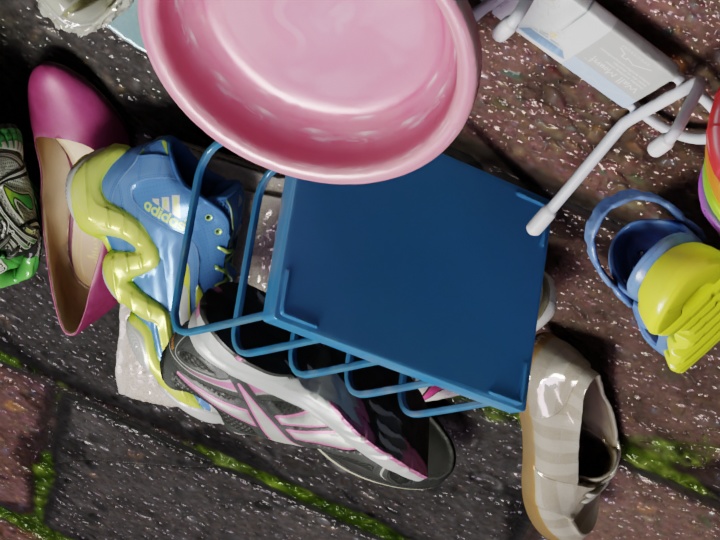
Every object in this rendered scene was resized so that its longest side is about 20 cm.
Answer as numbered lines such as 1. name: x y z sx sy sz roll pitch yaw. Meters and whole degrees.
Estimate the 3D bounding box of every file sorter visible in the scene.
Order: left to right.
1. file sorter: 0.000 0.000 1.755 0.199 0.140 0.122 21 159 -34

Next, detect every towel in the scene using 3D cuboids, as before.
1. towel: -0.096 0.014 1.914 0.132 0.034 0.201 16 118 17

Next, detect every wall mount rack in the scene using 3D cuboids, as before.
1. wall mount rack: 0.106 -0.103 1.651 0.200 0.075 0.174 35 155 -11

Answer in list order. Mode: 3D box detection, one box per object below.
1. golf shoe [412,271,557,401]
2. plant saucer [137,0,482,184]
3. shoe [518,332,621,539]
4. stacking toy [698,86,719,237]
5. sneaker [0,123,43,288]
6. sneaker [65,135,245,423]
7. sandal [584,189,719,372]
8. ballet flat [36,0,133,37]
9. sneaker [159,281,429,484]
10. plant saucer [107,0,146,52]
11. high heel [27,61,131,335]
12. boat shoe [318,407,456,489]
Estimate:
1. golf shoe: 0.070 0.039 1.889 0.092 0.073 0.200 13 156 -36
2. plant saucer: -0.025 -0.140 1.597 0.199 0.051 0.201 12 135 12
3. shoe: 0.145 0.124 1.938 0.053 0.070 0.200 18 145 26
4. stacking toy: 0.235 -0.053 1.621 0.109 0.117 0.200 5 165 -6
5. sneaker: -0.249 -0.043 1.898 0.078 0.086 0.200 -13 164 8
6. sneaker: -0.109 0.001 1.851 0.105 0.076 0.201 -25 103 25
7. sandal: 0.187 0.001 1.714 0.087 0.079 0.200 46 178 20
8. ballet flat: -0.155 -0.184 1.654 0.072 0.072 0.200 35 146 -13
9. sneaker: -0.043 0.080 1.839 0.200 0.081 0.086 35 134 -22
10. plant saucer: -0.097 -0.194 1.696 0.200 0.039 0.201 18 145 13
11. high heel: -0.194 -0.047 1.911 0.067 0.096 0.200 8 143 25
12. boat shoe: -0.013 0.088 1.986 0.201 0.074 0.063 38 167 -12
